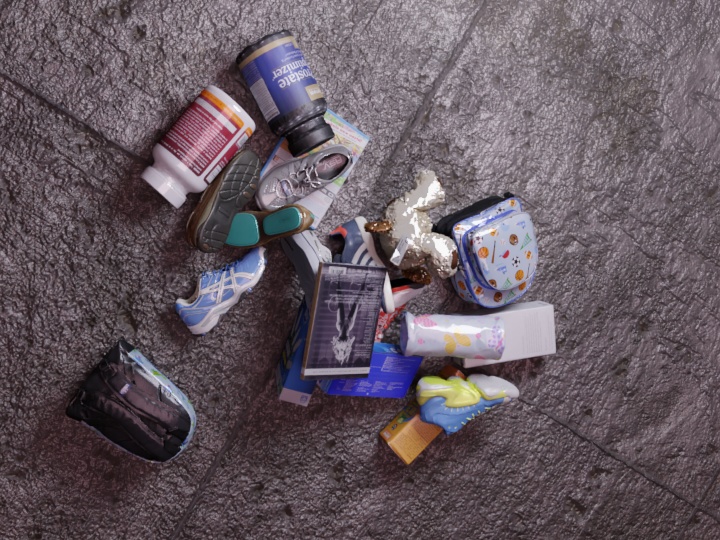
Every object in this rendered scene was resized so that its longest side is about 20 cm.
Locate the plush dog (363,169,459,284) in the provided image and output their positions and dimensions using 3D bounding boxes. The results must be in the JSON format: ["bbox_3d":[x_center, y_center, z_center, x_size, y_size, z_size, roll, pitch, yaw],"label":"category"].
[{"bbox_3d":[0.081,-0.061,1.588,0.159,0.172,0.202,-11,76,-6],"label":"plush dog"}]

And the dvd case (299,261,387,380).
[{"bbox_3d":[-0.028,0.088,1.495,0.148,0.016,0.202,4,98,-42],"label":"dvd case"}]

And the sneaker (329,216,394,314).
[{"bbox_3d":[0.000,0.000,1.598,0.084,0.075,0.201,-20,61,-4],"label":"sneaker"}]

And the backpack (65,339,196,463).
[{"bbox_3d":[-0.379,0.243,1.523,0.199,0.154,0.164,34,84,6],"label":"backpack"}]

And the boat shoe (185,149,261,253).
[{"bbox_3d":[-0.250,-0.127,1.539,0.076,0.073,0.201,45,67,-43],"label":"boat shoe"}]

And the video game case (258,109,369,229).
[{"bbox_3d":[-0.092,-0.198,1.610,0.142,0.018,0.201,32,87,-16],"label":"video game case"}]

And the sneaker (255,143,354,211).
[{"bbox_3d":[-0.100,-0.171,1.557,0.199,0.082,0.075,-33,103,-9],"label":"sneaker"}]

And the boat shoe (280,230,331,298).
[{"bbox_3d":[-0.082,-0.023,1.544,0.066,0.201,0.074,-4,128,-23],"label":"boat shoe"}]

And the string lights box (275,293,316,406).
[{"bbox_3d":[-0.092,0.129,1.571,0.058,0.103,0.202,16,109,-16],"label":"string lights box"}]

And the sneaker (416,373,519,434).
[{"bbox_3d":[0.198,0.254,1.648,0.198,0.076,0.106,5,105,-7],"label":"sneaker"}]

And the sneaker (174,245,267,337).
[{"bbox_3d":[-0.246,0.026,1.560,0.200,0.076,0.077,-47,110,-8],"label":"sneaker"}]

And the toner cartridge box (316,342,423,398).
[{"bbox_3d":[0.018,0.182,1.614,0.199,0.043,0.096,11,110,-42],"label":"toner cartridge box"}]

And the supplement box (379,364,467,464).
[{"bbox_3d":[0.132,0.279,1.696,0.200,0.066,0.069,-47,105,-7],"label":"supplement box"}]

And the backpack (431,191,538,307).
[{"bbox_3d":[0.251,-0.029,1.661,0.198,0.154,0.192,-23,112,-15],"label":"backpack"}]

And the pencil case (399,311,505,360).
[{"bbox_3d":[0.169,0.121,1.613,0.198,0.091,0.084,3,98,-4],"label":"pencil case"}]

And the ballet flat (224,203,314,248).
[{"bbox_3d":[-0.165,-0.079,1.555,0.198,0.072,0.069,-12,85,29],"label":"ballet flat"}]

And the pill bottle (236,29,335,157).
[{"bbox_3d":[-0.126,-0.306,1.528,0.111,0.112,0.201,-29,94,-11],"label":"pill bottle"}]

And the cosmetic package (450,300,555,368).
[{"bbox_3d":[0.281,0.124,1.719,0.198,0.074,0.103,-6,97,-13],"label":"cosmetic package"}]

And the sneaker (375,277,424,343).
[{"bbox_3d":[0.038,0.089,1.652,0.199,0.067,0.109,-19,103,-10],"label":"sneaker"}]

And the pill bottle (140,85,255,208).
[{"bbox_3d":[-0.284,-0.211,1.506,0.113,0.113,0.200,41,84,-15],"label":"pill bottle"}]
